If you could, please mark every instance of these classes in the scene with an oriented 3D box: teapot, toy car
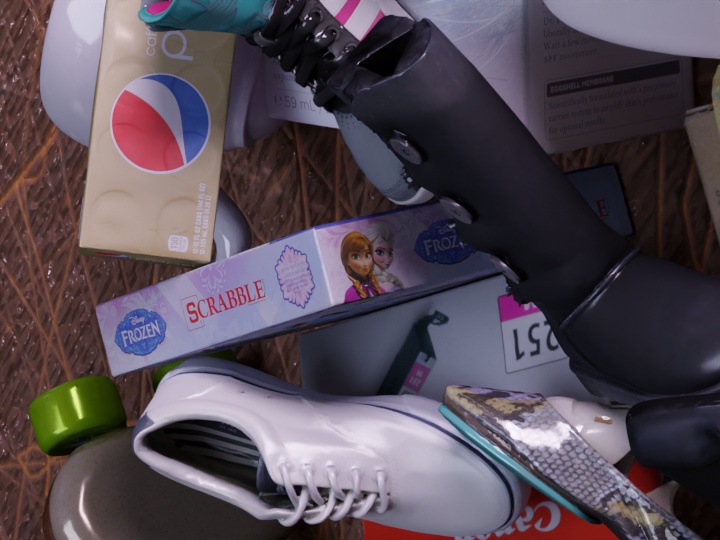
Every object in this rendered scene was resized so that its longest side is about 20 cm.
[{"bbox_3d":[-0.075,-0.141,1.462,0.146,0.198,0.200,20,149,7],"label":"teapot"},{"bbox_3d":[-0.131,0.165,1.628,0.165,0.157,0.200,69,153,16],"label":"toy car"}]

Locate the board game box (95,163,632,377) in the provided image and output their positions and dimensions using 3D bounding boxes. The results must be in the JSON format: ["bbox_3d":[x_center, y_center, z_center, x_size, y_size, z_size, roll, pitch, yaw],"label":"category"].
[{"bbox_3d":[0.000,0.000,1.363,0.199,0.199,0.041,-18,86,51],"label":"board game box"}]

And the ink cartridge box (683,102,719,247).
[{"bbox_3d":[0.248,-0.017,1.150,0.200,0.075,0.166,-18,85,53],"label":"ink cartridge box"}]

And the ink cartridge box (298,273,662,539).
[{"bbox_3d":[0.059,0.097,1.340,0.199,0.043,0.174,-17,70,39],"label":"ink cartridge box"}]

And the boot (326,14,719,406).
[{"bbox_3d":[0.086,-0.028,1.171,0.200,0.066,0.165,52,157,-16],"label":"boot"}]

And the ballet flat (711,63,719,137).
[{"bbox_3d":[0.198,-0.027,1.097,0.200,0.070,0.071,48,134,32],"label":"ballet flat"}]

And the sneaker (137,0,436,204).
[{"bbox_3d":[-0.039,-0.116,1.244,0.084,0.120,0.201,-39,71,49],"label":"sneaker"}]

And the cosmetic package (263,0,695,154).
[{"bbox_3d":[0.052,-0.170,1.312,0.199,0.123,0.201,12,108,49],"label":"cosmetic package"}]

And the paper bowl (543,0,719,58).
[{"bbox_3d":[0.148,-0.153,1.132,0.200,0.200,0.105,23,117,45],"label":"paper bowl"}]

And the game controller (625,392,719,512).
[{"bbox_3d":[0.204,0.102,1.162,0.104,0.200,0.042,3,65,52],"label":"game controller"}]

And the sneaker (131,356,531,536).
[{"bbox_3d":[-0.018,0.099,1.310,0.199,0.071,0.073,11,123,19],"label":"sneaker"}]

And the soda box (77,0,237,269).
[{"bbox_3d":[-0.097,-0.104,1.341,0.064,0.067,0.201,153,124,-84],"label":"soda box"}]

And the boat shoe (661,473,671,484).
[{"bbox_3d":[0.075,0.074,1.400,0.200,0.063,0.071,21,116,46],"label":"boat shoe"}]

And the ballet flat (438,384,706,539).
[{"bbox_3d":[0.129,0.103,1.239,0.200,0.072,0.072,41,132,11],"label":"ballet flat"}]
